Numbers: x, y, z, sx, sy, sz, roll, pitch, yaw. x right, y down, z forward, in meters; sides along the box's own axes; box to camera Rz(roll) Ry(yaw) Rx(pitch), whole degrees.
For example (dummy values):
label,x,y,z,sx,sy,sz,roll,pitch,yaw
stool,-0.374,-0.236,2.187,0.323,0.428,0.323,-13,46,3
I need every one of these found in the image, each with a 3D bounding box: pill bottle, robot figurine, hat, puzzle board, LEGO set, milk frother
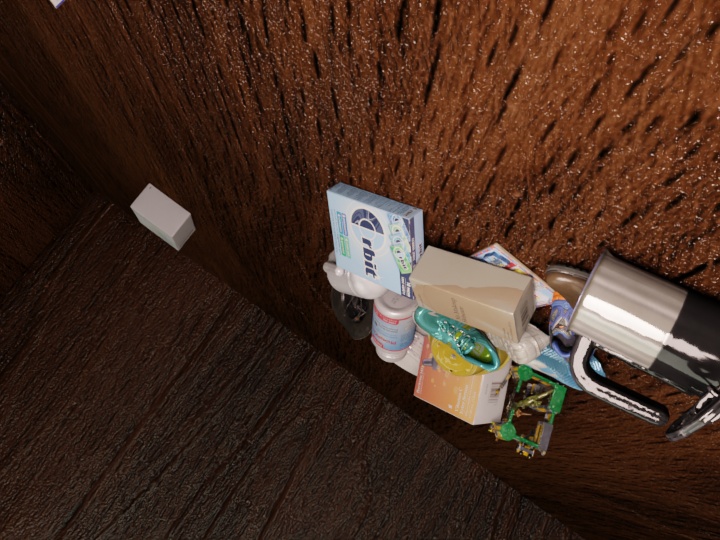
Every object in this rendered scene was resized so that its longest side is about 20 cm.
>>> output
label,x,y,z,sx,sy,sz,roll,pitch,yaw
pill bottle,0.080,0.126,1.365,0.107,0.109,0.203,28,141,23
robot figurine,0.000,0.000,1.277,0.166,0.116,0.198,-1,-174,-34
hat,0.006,0.073,1.497,0.079,0.206,0.199,-7,-168,-36
puzzle board,0.248,0.024,1.015,0.150,0.018,0.200,38,164,-5
LEGO set,0.366,0.311,1.292,0.150,0.205,0.116,15,167,-6
milk frother,0.340,0.085,0.675,0.185,0.184,0.200,27,177,24

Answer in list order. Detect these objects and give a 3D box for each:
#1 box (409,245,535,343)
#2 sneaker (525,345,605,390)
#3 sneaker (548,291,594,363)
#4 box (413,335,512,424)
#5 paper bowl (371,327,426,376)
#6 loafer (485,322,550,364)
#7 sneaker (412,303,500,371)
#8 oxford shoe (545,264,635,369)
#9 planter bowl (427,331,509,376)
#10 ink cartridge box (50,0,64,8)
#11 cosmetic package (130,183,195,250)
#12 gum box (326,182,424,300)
label,x,y,z,sx,sy,sz,roll,pitch,yaw
box,0.190,0.038,0.979,0.197,0.078,0.096,19,152,34
sneaker,0.365,0.163,1.081,0.197,0.078,0.080,27,178,32
sneaker,0.340,0.112,0.942,0.074,0.080,0.201,9,151,35
box,0.240,0.256,1.367,0.105,0.157,0.198,7,-176,-40
paper bowl,0.134,0.197,1.557,0.198,0.105,0.201,33,163,11
loafer,0.274,0.108,1.040,0.071,0.069,0.200,66,175,-20
sneaker,0.185,0.119,1.073,0.198,0.078,0.080,33,-171,-12
oxford shoe,0.343,0.068,0.828,0.198,0.085,0.073,38,165,0
planter bowl,0.207,0.155,1.189,0.197,0.083,0.204,21,130,26
ink cartridge box,-0.519,-0.533,0.906,0.037,0.096,0.201,27,162,22
cosmetic package,-0.768,-0.205,2.249,0.197,0.124,0.200,36,162,-1
gum box,0.029,-0.057,1.074,0.197,0.044,0.173,24,134,37
